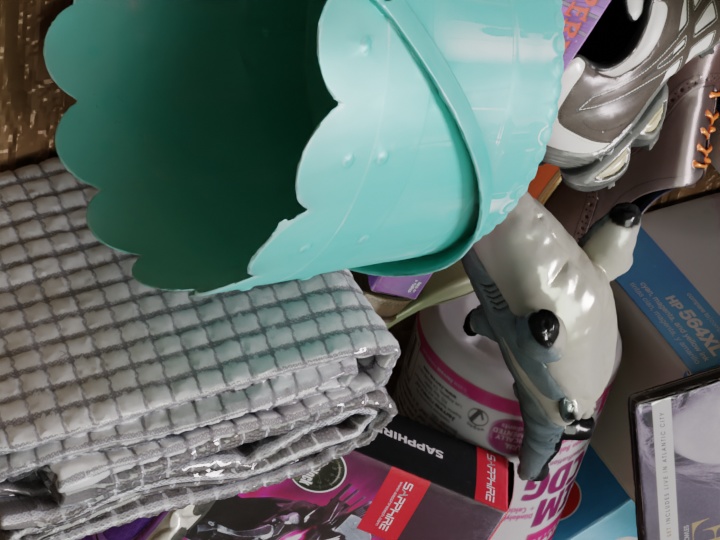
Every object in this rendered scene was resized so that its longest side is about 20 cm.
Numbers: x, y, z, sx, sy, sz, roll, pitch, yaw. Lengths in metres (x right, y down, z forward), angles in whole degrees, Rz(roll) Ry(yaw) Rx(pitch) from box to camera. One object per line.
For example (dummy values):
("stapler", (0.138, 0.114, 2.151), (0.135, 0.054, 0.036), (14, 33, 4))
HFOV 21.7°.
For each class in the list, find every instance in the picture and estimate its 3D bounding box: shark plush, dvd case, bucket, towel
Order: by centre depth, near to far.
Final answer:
("bucket", (-0.024, -0.089, 0.769), (0.134, 0.207, 0.208), (-4, 130, -37))
("towel", (-0.103, 0.030, 0.849), (0.199, 0.166, 0.086), (-16, 142, -20))
("shark plush", (0.087, 0.027, 0.920), (0.091, 0.083, 0.200), (-57, 151, -23))
("dvd case", (0.244, 0.102, 1.034), (0.199, 0.016, 0.149), (-16, 124, -10))

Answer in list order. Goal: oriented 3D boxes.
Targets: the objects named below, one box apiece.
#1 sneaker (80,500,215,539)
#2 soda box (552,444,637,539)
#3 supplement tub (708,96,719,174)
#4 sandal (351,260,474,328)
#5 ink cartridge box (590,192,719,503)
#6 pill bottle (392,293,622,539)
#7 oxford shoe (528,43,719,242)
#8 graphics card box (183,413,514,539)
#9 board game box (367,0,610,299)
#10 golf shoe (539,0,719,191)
("sneaker", (-0.142, 0.114, 0.917), (0.199, 0.081, 0.084), (-26, 104, 36))
("soda box", (0.103, 0.181, 1.201), (0.199, 0.064, 0.068), (-31, 139, -4))
("supplement tub", (0.287, -0.111, 0.989), (0.144, 0.145, 0.200), (17, 118, -42))
("sandal", (0.000, -0.001, 0.948), (0.200, 0.080, 0.057), (-31, 167, -18))
("ink cartridge box", (0.232, 0.038, 1.106), (0.199, 0.125, 0.129), (-15, 136, -21))
("pill bottle", (0.068, 0.103, 1.067), (0.113, 0.114, 0.201), (-8, 132, -28))
("oxford shoe", (0.165, -0.084, 0.974), (0.200, 0.073, 0.071), (-52, 159, 26))
("graphics card box", (-0.035, 0.119, 0.989), (0.199, 0.051, 0.126), (24, 122, -9))
("board game box", (0.047, -0.098, 0.836), (0.032, 0.120, 0.200), (15, 131, -22))
("golf shoe", (0.134, -0.134, 0.864), (0.201, 0.077, 0.095), (-60, 155, -24))
